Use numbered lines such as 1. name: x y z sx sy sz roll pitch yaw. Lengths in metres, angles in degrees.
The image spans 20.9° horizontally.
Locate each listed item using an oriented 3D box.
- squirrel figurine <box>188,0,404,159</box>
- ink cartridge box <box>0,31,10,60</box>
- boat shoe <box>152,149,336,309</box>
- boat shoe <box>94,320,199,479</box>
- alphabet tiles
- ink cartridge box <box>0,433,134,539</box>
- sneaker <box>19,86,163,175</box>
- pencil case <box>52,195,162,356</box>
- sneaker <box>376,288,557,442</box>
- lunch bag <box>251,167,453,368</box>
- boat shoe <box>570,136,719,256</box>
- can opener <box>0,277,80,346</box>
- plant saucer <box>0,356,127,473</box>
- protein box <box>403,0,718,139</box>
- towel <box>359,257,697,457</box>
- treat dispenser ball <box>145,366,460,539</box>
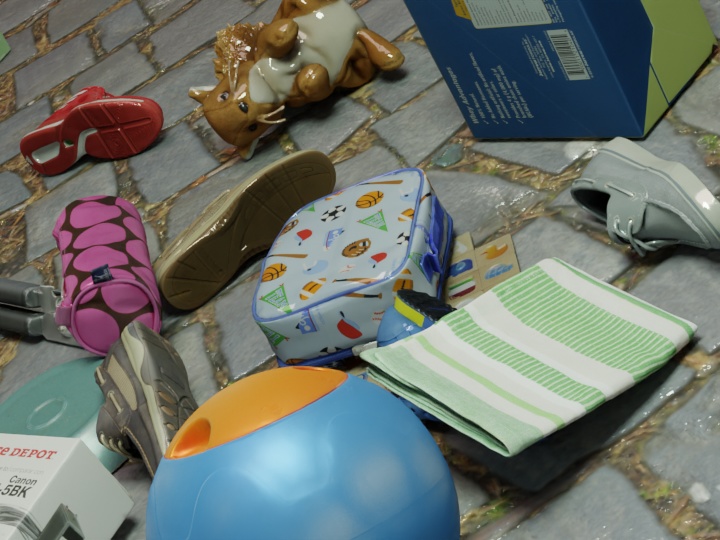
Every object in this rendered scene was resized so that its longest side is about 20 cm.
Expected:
1. squirrel figurine: -0.085 -0.203 2.005 0.187 0.142 0.200 -46 15 -7
2. ink cartridge box: -0.591 -0.261 2.659 0.199 0.048 0.146 -7 36 33
3. boat shoe: -0.113 -0.047 1.802 0.200 0.071 0.064 -38 27 -9
4. boat shoe: -0.171 0.124 1.581 0.073 0.074 0.200 -43 32 12
5. alphabet tiles: 0.055 0.038 1.567 0.166 0.006 0.200 -26 28 10
6. ink cartridge box: -0.291 0.224 1.497 0.146 0.083 0.200 -2 43 42
7. sneaker: -0.288 -0.181 2.193 0.199 0.079 0.116 -10 35 33
8. pencil case: -0.235 0.000 1.773 0.093 0.091 0.200 -6 24 -9
9. sneaker: 0.075 0.088 1.421 0.200 0.066 0.079 39 110 49
10. lunch bag: 0.000 0.000 1.599 0.160 0.076 0.200 -18 29 18
11. boat shoe: 0.221 -0.044 1.485 0.071 0.070 0.201 -43 24 -2
12. can opener: -0.303 0.036 1.893 0.067 0.054 0.200 -9 11 -38
13. plant saucer: -0.264 0.135 1.687 0.199 0.036 0.200 -24 28 14
14. protein box: 0.166 -0.232 1.696 0.199 0.199 0.135 4 42 47
15. towel: 0.119 0.055 1.361 0.199 0.024 0.152 -25 37 -36
16. treat dispenser ball: -0.036 0.162 1.237 0.200 0.201 0.201 -23 28 13
